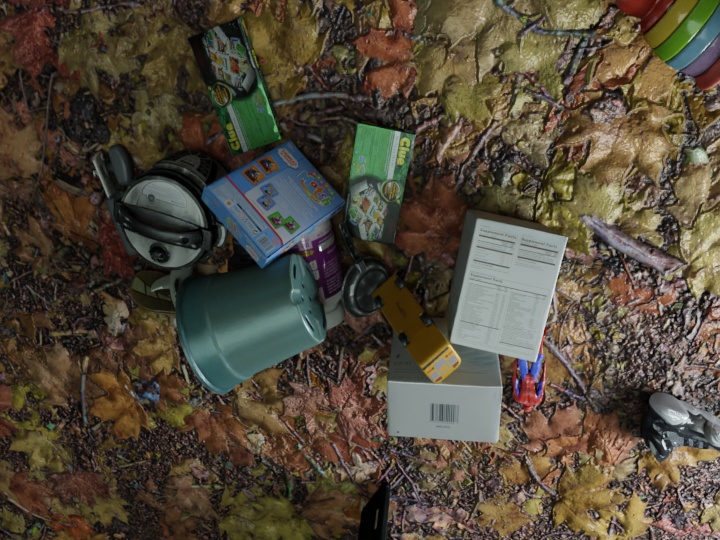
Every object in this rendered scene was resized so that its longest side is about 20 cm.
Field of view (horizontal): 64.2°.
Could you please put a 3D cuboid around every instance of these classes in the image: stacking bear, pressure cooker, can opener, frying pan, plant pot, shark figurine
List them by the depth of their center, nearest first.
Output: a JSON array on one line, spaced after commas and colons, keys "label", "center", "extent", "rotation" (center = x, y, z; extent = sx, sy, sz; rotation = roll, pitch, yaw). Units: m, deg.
[{"label": "stacking bear", "center": [0.450, -0.364, 0.812], "extent": [0.198, 0.122, 0.115], "rotation": [38, 108, 1]}, {"label": "plant pot", "center": [-0.168, 0.076, 0.947], "extent": [0.190, 0.201, 0.205], "rotation": [-18, 111, 11]}, {"label": "pressure cooker", "center": [-0.314, -0.100, 0.996], "extent": [0.172, 0.201, 0.182], "rotation": [-23, 109, 19]}, {"label": "frying pan", "center": [0.013, -0.003, 1.052], "extent": [0.031, 0.112, 0.197], "rotation": [25, 123, 48]}, {"label": "can opener", "center": [-0.449, -0.130, 1.085], "extent": [0.064, 0.053, 0.206], "rotation": [-6, 114, 10]}, {"label": "shark figurine", "center": [-0.325, 0.060, 1.086], "extent": [0.125, 0.089, 0.220], "rotation": [-24, 87, -10]}]

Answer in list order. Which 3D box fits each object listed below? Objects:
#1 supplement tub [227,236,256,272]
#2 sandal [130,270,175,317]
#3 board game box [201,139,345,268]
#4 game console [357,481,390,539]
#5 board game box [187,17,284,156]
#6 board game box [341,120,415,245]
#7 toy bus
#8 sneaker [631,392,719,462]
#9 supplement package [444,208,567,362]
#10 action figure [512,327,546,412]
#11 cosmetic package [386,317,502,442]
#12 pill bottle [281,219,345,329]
[{"label": "supplement tub", "center": [-0.195, 0.031, 1.090], "extent": [0.103, 0.108, 0.207], "rotation": [1, 114, 8]}, {"label": "sandal", "center": [-0.368, 0.061, 1.157], "extent": [0.193, 0.083, 0.054], "rotation": [15, 153, -7]}, {"label": "board game box", "center": [-0.138, -0.116, 0.945], "extent": [0.152, 0.199, 0.037], "rotation": [47, 142, 5]}, {"label": "game console", "center": [0.052, 0.612, 1.263], "extent": [0.114, 0.201, 0.178], "rotation": [29, 115, -7]}, {"label": "board game box", "center": [-0.211, -0.310, 0.983], "extent": [0.101, 0.024, 0.206], "rotation": [-13, 111, 12]}, {"label": "board game box", "center": [0.028, -0.151, 1.009], "extent": [0.101, 0.024, 0.206], "rotation": [13, 116, 4]}, {"label": "toy bus", "center": [0.092, 0.094, 0.993], "extent": [0.065, 0.201, 0.078], "rotation": [-40, 130, 4]}, {"label": "sneaker", "center": [0.629, 0.325, 1.114], "extent": [0.195, 0.076, 0.116], "rotation": [26, 117, 3]}, {"label": "supplement package", "center": [0.235, 0.018, 0.967], "extent": [0.145, 0.152, 0.207], "rotation": [11, 102, 3]}, {"label": "action figure", "center": [0.329, 0.196, 1.114], "extent": [0.063, 0.052, 0.206], "rotation": [3, 120, 14]}, {"label": "cosmetic package", "center": [0.152, 0.190, 1.053], "extent": [0.192, 0.202, 0.127], "rotation": [1, 118, 8]}, {"label": "pill bottle", "center": [-0.088, 0.002, 1.055], "extent": [0.108, 0.113, 0.206], "rotation": [-9, 113, 12]}]
